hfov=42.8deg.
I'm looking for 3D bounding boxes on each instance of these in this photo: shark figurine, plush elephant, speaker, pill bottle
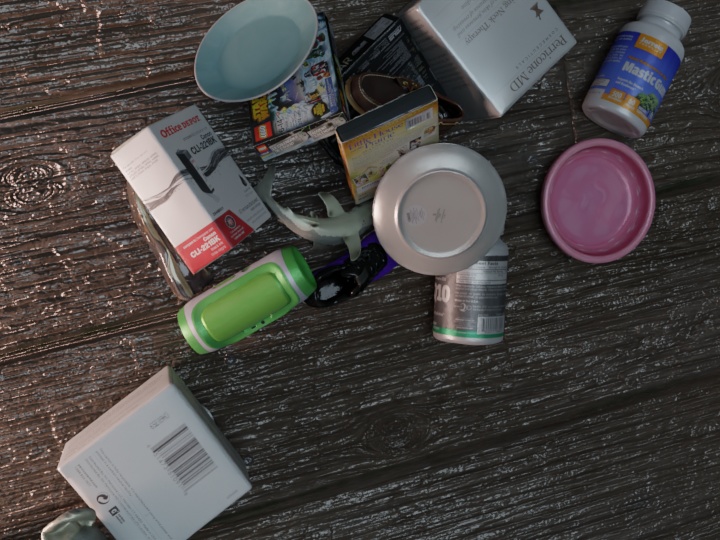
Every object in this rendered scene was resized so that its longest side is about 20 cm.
[{"bbox_3d":[-0.077,-0.066,1.391,0.213,0.090,0.129,13,58,-22],"label":"shark figurine"},{"bbox_3d":[-0.382,0.416,1.242,0.199,0.165,0.155,31,63,12],"label":"plush elephant"},{"bbox_3d":[-0.166,0.044,1.351,0.199,0.089,0.089,-29,101,7],"label":"speaker"},{"bbox_3d":[0.447,-0.325,1.468,0.111,0.112,0.201,27,89,-14],"label":"pill bottle"},{"bbox_3d":[0.173,0.009,1.433,0.112,0.113,0.202,2,94,-13],"label":"pill bottle"}]

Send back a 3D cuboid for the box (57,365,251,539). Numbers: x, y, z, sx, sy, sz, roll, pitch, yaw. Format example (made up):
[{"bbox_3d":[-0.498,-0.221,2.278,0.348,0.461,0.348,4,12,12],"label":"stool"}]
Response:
[{"bbox_3d":[-0.297,0.283,1.338,0.199,0.131,0.200,-37,102,-7],"label":"box"}]

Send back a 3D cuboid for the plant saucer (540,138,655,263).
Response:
[{"bbox_3d":[0.383,-0.114,1.503,0.198,0.051,0.203,-1,94,-13],"label":"plant saucer"}]

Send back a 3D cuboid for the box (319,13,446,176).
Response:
[{"bbox_3d":[0.017,-0.255,1.374,0.200,0.043,0.160,-46,130,-6],"label":"box"}]

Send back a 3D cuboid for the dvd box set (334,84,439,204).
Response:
[{"bbox_3d":[0.043,-0.174,1.311,0.145,0.200,0.030,-26,69,-3],"label":"dvd box set"}]

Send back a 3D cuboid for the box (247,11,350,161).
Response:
[{"bbox_3d":[-0.094,-0.263,1.301,0.136,0.040,0.201,-20,56,13],"label":"box"}]

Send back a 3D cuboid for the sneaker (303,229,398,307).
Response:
[{"bbox_3d":[0.000,0.001,1.397,0.199,0.099,0.070,-33,103,-8],"label":"sneaker"}]

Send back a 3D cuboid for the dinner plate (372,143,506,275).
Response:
[{"bbox_3d":[0.117,-0.084,1.332,0.198,0.024,0.202,-1,110,-2],"label":"dinner plate"}]

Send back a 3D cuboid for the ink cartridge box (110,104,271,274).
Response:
[{"bbox_3d":[-0.236,-0.119,1.297,0.083,0.144,0.201,-31,99,27],"label":"ink cartridge box"}]

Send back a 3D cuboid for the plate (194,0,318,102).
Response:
[{"bbox_3d":[-0.147,-0.316,1.315,0.200,0.200,0.026,-47,144,-5],"label":"plate"}]

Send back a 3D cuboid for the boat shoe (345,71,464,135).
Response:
[{"bbox_3d":[0.068,-0.246,1.326,0.199,0.070,0.071,8,74,-43],"label":"boat shoe"}]

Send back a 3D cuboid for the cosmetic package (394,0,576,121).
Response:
[{"bbox_3d":[0.177,-0.355,1.375,0.167,0.166,0.200,-44,104,-6],"label":"cosmetic package"}]

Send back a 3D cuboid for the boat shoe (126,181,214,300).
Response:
[{"bbox_3d":[-0.278,-0.056,1.351,0.073,0.074,0.201,-29,110,-19],"label":"boat shoe"}]
